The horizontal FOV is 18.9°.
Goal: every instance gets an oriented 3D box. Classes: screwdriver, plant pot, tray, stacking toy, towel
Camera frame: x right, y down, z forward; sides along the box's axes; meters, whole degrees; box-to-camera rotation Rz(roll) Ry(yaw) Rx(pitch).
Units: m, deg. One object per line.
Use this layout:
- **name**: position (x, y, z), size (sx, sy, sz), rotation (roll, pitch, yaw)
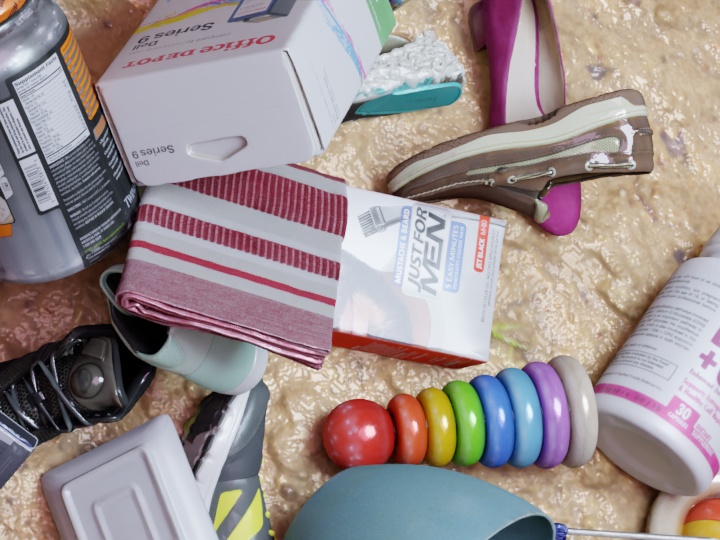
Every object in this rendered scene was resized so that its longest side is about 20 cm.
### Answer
- **screwdriver**: position (0.170, 0.198, 1.614), size (0.200, 0.029, 0.028), rotation (7, 117, 1)
- **plant pot**: position (0.021, 0.213, 1.516), size (0.135, 0.200, 0.200), rotation (36, 67, 25)
- **tray**: position (-0.144, 0.206, 1.473), size (0.107, 0.022, 0.200), rotation (-27, 72, 10)
- **stacking toy**: position (0.070, 0.116, 1.597), size (0.200, 0.085, 0.086), rotation (-7, 84, -15)
- **towel**: position (-0.082, -0.019, 1.466), size (0.144, 0.023, 0.200), rotation (18, 36, -8)

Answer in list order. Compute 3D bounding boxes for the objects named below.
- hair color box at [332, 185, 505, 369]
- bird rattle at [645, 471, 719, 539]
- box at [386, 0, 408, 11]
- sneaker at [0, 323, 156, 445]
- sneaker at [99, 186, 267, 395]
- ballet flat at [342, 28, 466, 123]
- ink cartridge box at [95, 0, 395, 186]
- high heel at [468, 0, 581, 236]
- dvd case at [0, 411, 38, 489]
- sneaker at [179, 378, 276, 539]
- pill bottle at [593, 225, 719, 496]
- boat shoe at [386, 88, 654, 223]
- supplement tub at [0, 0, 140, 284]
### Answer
- **hair color box**: position (0.000, 0.000, 1.594), size (0.200, 0.064, 0.111), rotation (11, 78, -16)
- **bird rattle**: position (0.301, 0.206, 1.654), size (0.163, 0.113, 0.200), rotation (17, 72, 0)
- **box**: position (0.029, -0.315, 1.624), size (0.200, 0.122, 0.193), rotation (-37, 94, -22)
- **sneaker**: position (-0.225, 0.087, 1.472), size (0.199, 0.114, 0.076), rotation (-22, 87, -20)
- **sneaker**: position (-0.134, -0.016, 1.495), size (0.118, 0.074, 0.201), rotation (22, 41, -53)
- **ballet flat**: position (-0.016, -0.140, 1.614), size (0.200, 0.072, 0.072), rotation (-12, 86, -28)
- **ink cartridge box**: position (-0.075, -0.148, 1.491), size (0.200, 0.145, 0.088), rotation (-66, 141, -53)
- **high heel**: position (0.139, -0.128, 1.647), size (0.067, 0.096, 0.200), rotation (-11, 85, -21)
- **dvd case**: position (-0.338, 0.109, 1.433), size (0.200, 0.025, 0.150), rotation (39, 105, -10)
- **sneaker**: position (-0.095, 0.173, 1.533), size (0.085, 0.074, 0.200), rotation (21, 84, -22)
- **pill bottle**: position (0.265, 0.062, 1.651), size (0.113, 0.113, 0.200), rotation (40, 70, -10)
- **boat shoe**: position (0.120, -0.071, 1.604), size (0.202, 0.075, 0.075), rotation (-17, 84, 15)
- **supplement tub**: position (-0.233, -0.101, 1.436), size (0.122, 0.122, 0.200), rotation (-33, 122, -21)
